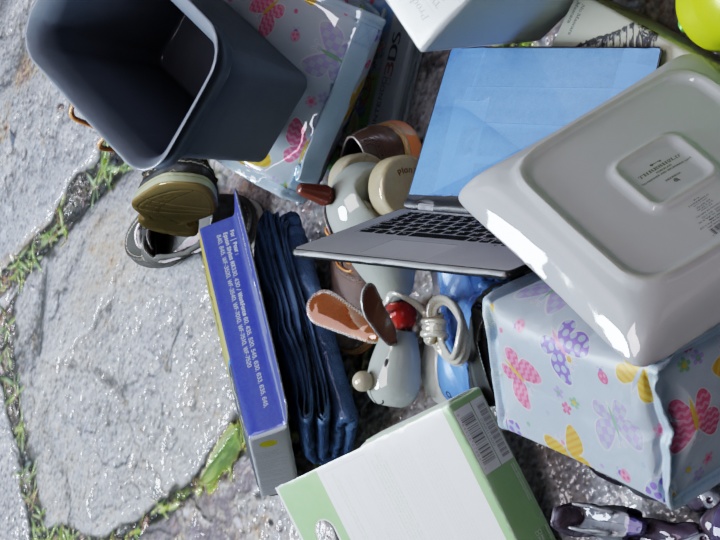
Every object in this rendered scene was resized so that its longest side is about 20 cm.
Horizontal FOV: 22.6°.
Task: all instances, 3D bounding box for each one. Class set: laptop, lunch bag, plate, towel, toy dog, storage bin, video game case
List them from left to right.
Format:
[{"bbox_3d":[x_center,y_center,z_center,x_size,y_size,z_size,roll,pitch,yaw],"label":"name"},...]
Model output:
[{"bbox_3d":[-0.146,-0.157,1.397,0.200,0.134,0.146,45,112,34],"label":"storage bin"},{"bbox_3d":[-0.062,-0.162,1.504,0.200,0.126,0.171,37,110,53],"label":"lunch bag"},{"bbox_3d":[-0.051,0.058,1.516,0.112,0.048,0.201,96,159,-63],"label":"towel"},{"bbox_3d":[-0.023,-0.177,1.577,0.199,0.022,0.184,19,97,48],"label":"video game case"},{"bbox_3d":[0.000,0.000,1.368,0.132,0.096,0.202,-42,57,58],"label":"toy dog"},{"bbox_3d":[0.080,-0.080,1.231,0.186,0.199,0.117,6,108,41],"label":"laptop"},{"bbox_3d":[0.190,-0.052,1.113,0.200,0.199,0.032,47,161,42],"label":"plate"},{"bbox_3d":[0.208,0.050,1.160,0.169,0.199,0.128,21,130,50],"label":"lunch bag"}]

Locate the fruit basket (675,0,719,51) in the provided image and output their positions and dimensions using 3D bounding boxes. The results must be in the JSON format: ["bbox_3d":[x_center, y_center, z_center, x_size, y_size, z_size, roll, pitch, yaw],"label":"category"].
[{"bbox_3d":[0.295,-0.197,1.164,0.216,0.154,0.218,178,90,-85],"label":"fruit basket"}]

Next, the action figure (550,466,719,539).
[{"bbox_3d":[0.230,0.167,1.200,0.199,0.069,0.131,7,71,43],"label":"action figure"}]

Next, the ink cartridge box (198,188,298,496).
[{"bbox_3d":[-0.096,0.066,1.515,0.200,0.047,0.199,84,172,-64],"label":"ink cartridge box"}]

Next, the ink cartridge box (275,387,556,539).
[{"bbox_3d":[0.042,0.192,1.381,0.199,0.048,0.146,-29,87,41],"label":"ink cartridge box"}]

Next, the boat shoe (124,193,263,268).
[{"bbox_3d":[-0.171,-0.042,1.691,0.199,0.057,0.068,-7,78,47],"label":"boat shoe"}]

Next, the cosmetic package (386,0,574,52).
[{"bbox_3d":[0.102,-0.282,1.256,0.200,0.166,0.168,-44,72,35],"label":"cosmetic package"}]

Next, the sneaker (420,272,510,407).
[{"bbox_3d":[0.099,0.005,1.366,0.111,0.076,0.202,1,88,54],"label":"sneaker"}]

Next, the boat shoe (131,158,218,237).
[{"bbox_3d":[-0.159,-0.076,1.542,0.200,0.073,0.065,147,130,-74],"label":"boat shoe"}]

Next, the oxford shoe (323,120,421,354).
[{"bbox_3d":[-0.007,-0.025,1.481,0.071,0.073,0.202,22,111,37],"label":"oxford shoe"}]

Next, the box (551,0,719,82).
[{"bbox_3d":[0.219,-0.119,1.263,0.200,0.068,0.083,38,110,45],"label":"box"}]
